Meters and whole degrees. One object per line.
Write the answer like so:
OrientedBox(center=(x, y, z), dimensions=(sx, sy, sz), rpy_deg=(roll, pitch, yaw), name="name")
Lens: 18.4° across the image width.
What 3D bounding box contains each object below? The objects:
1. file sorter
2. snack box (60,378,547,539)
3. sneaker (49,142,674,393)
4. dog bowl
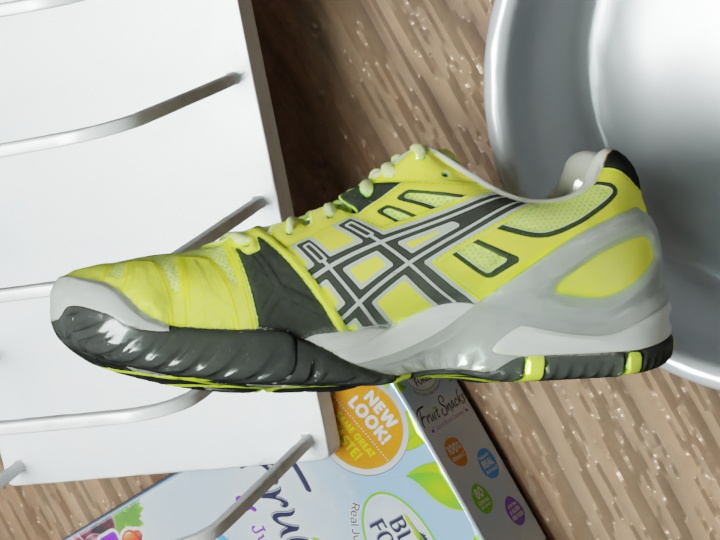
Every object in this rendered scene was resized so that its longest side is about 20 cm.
OrientedBox(center=(-0.109, -0.007, 0.788), dimensions=(0.139, 0.125, 0.200), rpy_deg=(-7, 102, 21), name="file sorter")
OrientedBox(center=(-0.023, 0.132, 0.890), dimensions=(0.200, 0.053, 0.142), rpy_deg=(-31, 88, 30), name="snack box")
OrientedBox(center=(0.000, 0.000, 0.709), dimensions=(0.200, 0.075, 0.077), rpy_deg=(-2, 87, -16), name="sneaker")
OrientedBox(center=(0.146, -0.063, 0.737), dimensions=(0.200, 0.079, 0.200), rpy_deg=(7, 106, 25), name="dog bowl")
